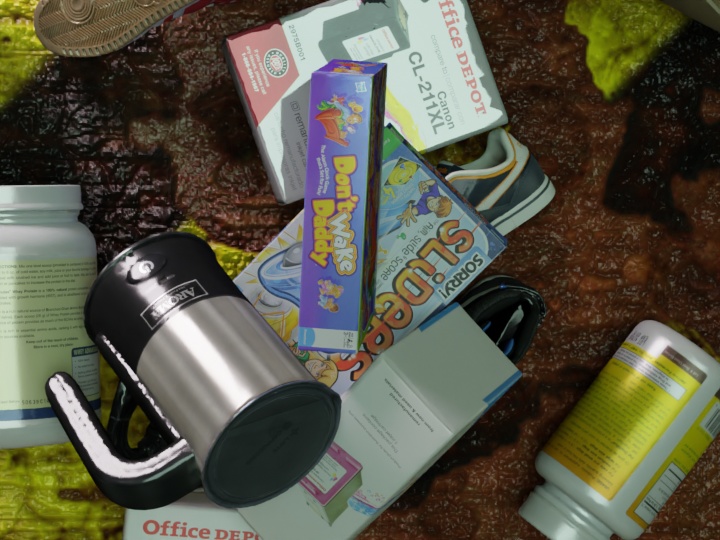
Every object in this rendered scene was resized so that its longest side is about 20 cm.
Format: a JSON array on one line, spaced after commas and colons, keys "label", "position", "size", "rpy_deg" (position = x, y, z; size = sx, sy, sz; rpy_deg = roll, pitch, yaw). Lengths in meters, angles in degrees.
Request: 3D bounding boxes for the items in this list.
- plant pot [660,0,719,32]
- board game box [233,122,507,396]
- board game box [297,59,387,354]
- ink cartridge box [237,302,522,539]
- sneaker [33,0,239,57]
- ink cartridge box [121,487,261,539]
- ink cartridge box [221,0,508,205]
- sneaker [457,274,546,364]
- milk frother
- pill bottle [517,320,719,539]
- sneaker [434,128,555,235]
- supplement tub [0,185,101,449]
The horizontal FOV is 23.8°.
[{"label": "plant pot", "position": [0.242, -0.327, 1.367], "size": [0.177, 0.200, 0.200], "rpy_deg": [24, 89, 36]}, {"label": "board game box", "position": [0.000, 0.000, 1.365], "size": [0.135, 0.034, 0.200], "rpy_deg": [44, 102, -4]}, {"label": "board game box", "position": [-0.012, -0.051, 1.269], "size": [0.045, 0.134, 0.201], "rpy_deg": [4, 102, 5]}, {"label": "ink cartridge box", "position": [0.014, 0.134, 1.338], "size": [0.085, 0.144, 0.200], "rpy_deg": [48, 121, 7]}, {"label": "sneaker", "position": [-0.165, -0.232, 1.403], "size": [0.200, 0.112, 0.071], "rpy_deg": [-18, 98, 24]}, {"label": "ink cartridge box", "position": [-0.131, 0.285, 1.411], "size": [0.144, 0.084, 0.201], "rpy_deg": [5, 91, -7]}, {"label": "ink cartridge box", "position": [0.003, -0.156, 1.411], "size": [0.200, 0.083, 0.146], "rpy_deg": [-21, 95, -6]}, {"label": "sneaker", "position": [0.070, 0.081, 1.414], "size": [0.073, 0.112, 0.200], "rpy_deg": [43, 87, -6]}, {"label": "milk frother", "position": [-0.117, 0.109, 1.299], "size": [0.180, 0.200, 0.188], "rpy_deg": [-43, 53, 1]}, {"label": "pill bottle", "position": [0.223, 0.148, 1.438], "size": [0.109, 0.109, 0.200], "rpy_deg": [39, 87, -7]}, {"label": "sneaker", "position": [0.065, -0.039, 1.425], "size": [0.200, 0.078, 0.079], "rpy_deg": [-40, 111, -13]}, {"label": "supplement tub", "position": [-0.280, 0.034, 1.352], "size": [0.145, 0.145, 0.201], "rpy_deg": [-1, 92, -7]}]
